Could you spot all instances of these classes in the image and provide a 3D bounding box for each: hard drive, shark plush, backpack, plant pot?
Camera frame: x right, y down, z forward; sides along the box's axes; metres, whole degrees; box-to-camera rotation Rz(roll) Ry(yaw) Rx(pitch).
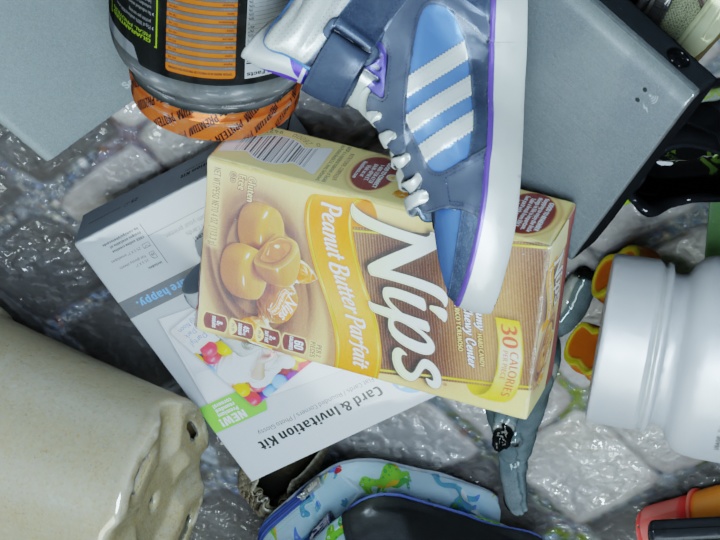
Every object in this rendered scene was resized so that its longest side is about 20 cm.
[{"bbox_3d":[-0.206,-0.163,1.649,0.140,0.033,0.200,-32,120,33],"label":"hard drive"},{"bbox_3d":[0.081,-0.121,1.563,0.200,0.033,0.140,43,132,10],"label":"hard drive"},{"bbox_3d":[0.084,0.075,1.777,0.091,0.083,0.200,12,133,0],"label":"shark plush"},{"bbox_3d":[0.010,0.223,1.868,0.183,0.147,0.200,17,135,-38],"label":"backpack"},{"bbox_3d":[-0.201,0.120,1.768,0.183,0.201,0.201,14,135,18],"label":"plant pot"}]

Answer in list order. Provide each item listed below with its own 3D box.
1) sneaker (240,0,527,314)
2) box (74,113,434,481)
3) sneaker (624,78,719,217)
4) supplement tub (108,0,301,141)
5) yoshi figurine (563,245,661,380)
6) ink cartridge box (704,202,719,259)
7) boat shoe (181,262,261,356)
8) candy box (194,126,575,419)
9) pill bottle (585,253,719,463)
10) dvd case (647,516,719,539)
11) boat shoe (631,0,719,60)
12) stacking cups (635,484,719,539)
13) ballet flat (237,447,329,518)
[{"bbox_3d":[0.009,-0.081,1.482,0.146,0.200,0.081,4,177,-2],"label":"sneaker"},{"bbox_3d":[-0.055,0.018,1.748,0.156,0.041,0.200,-26,116,20],"label":"box"},{"bbox_3d":[0.235,-0.069,1.615,0.200,0.083,0.072,-14,128,23],"label":"sneaker"},{"bbox_3d":[-0.075,-0.177,1.543,0.122,0.123,0.200,9,130,3],"label":"supplement tub"},{"bbox_3d":[0.231,0.065,1.726,0.200,0.112,0.112,28,123,-22],"label":"yoshi figurine"},{"bbox_3d":[0.300,-0.027,1.627,0.200,0.104,0.059,-14,127,22],"label":"ink cartridge box"},{"bbox_3d":[-0.001,0.003,1.668,0.202,0.075,0.086,-25,113,22],"label":"boat shoe"},{"bbox_3d":[0.012,-0.002,1.583,0.200,0.055,0.116,15,124,15],"label":"candy box"},{"bbox_3d":[0.229,0.054,1.568,0.200,0.113,0.113,10,133,3],"label":"pill bottle"},{"bbox_3d":[0.268,0.202,1.854,0.143,0.018,0.200,-3,153,12],"label":"dvd case"},{"bbox_3d":[0.141,-0.119,1.603,0.065,0.073,0.200,32,121,-12],"label":"boat shoe"},{"bbox_3d":[0.270,0.150,1.824,0.200,0.061,0.061,-20,126,26],"label":"stacking cups"},{"bbox_3d":[-0.040,0.092,1.842,0.067,0.046,0.200,17,133,-6],"label":"ballet flat"}]
